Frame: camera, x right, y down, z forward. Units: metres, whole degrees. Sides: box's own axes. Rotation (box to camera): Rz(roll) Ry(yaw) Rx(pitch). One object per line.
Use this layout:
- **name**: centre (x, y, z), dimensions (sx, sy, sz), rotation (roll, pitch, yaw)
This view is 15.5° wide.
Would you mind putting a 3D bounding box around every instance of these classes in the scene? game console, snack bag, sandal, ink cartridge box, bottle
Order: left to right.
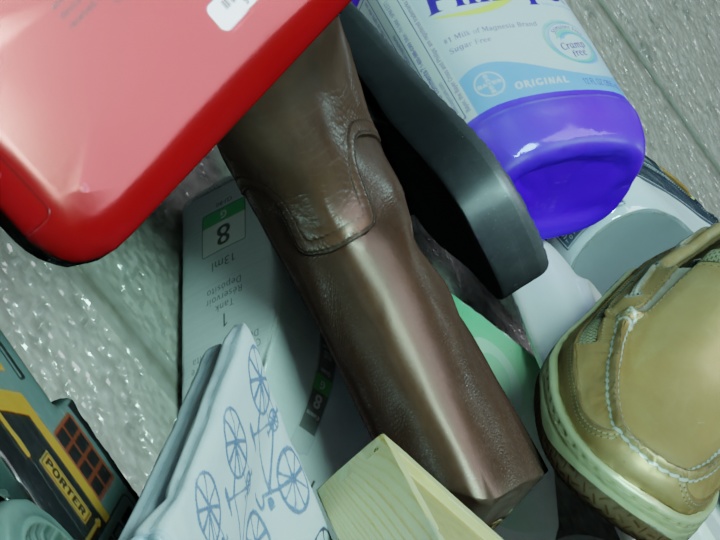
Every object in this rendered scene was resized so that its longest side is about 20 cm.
- **game console**: centre (-0.089, -0.117, 0.716), dimensions (0.172, 0.119, 0.200), rotation (47, 65, -14)
- **snack bag**: centre (-0.029, 0.142, 0.672), dimensions (0.200, 0.021, 0.189), rotation (-65, 142, -57)
- **sandal**: centre (0.005, -0.045, 0.927), dimensions (0.076, 0.043, 0.200), rotation (61, -5, -25)
- **ink cartridge box**: centre (0.007, 0.081, 0.889), dimensions (0.161, 0.050, 0.200), rotation (38, 35, -39)
- **bottle**: centre (0.036, -0.102, 1.043), dimensions (0.083, 0.065, 0.200), rotation (-7, 53, -29)

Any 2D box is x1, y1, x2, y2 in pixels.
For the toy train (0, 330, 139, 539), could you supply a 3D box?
- **toy train**: centre (-0.125, 0.039, 0.674), dimensions (0.200, 0.085, 0.114), rotation (55, 17, -11)

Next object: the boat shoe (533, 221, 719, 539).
- **boat shoe**: centre (0.110, 0.024, 0.899), dimensions (0.072, 0.076, 0.200), rotation (40, 21, -6)

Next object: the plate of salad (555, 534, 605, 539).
- **plate of salad**: centre (0.121, 0.189, 0.987), dimensions (0.200, 0.048, 0.200), rotation (39, 36, -37)

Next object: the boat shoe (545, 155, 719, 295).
- **boat shoe**: centre (0.118, -0.018, 1.139), dimensions (0.091, 0.071, 0.200), rotation (57, 10, 31)

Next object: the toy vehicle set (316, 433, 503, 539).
- **toy vehicle set**: centre (0.075, 0.140, 0.746), dimensions (0.200, 0.027, 0.124), rotation (43, 9, -29)

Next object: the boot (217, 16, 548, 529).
- **boot**: centre (0.000, 0.000, 0.799), dimensions (0.186, 0.064, 0.200), rotation (-10, 77, -82)

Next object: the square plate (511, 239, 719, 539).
- **square plate**: centre (0.124, 0.092, 1.012), dimensions (0.200, 0.028, 0.198), rotation (52, 11, -36)
